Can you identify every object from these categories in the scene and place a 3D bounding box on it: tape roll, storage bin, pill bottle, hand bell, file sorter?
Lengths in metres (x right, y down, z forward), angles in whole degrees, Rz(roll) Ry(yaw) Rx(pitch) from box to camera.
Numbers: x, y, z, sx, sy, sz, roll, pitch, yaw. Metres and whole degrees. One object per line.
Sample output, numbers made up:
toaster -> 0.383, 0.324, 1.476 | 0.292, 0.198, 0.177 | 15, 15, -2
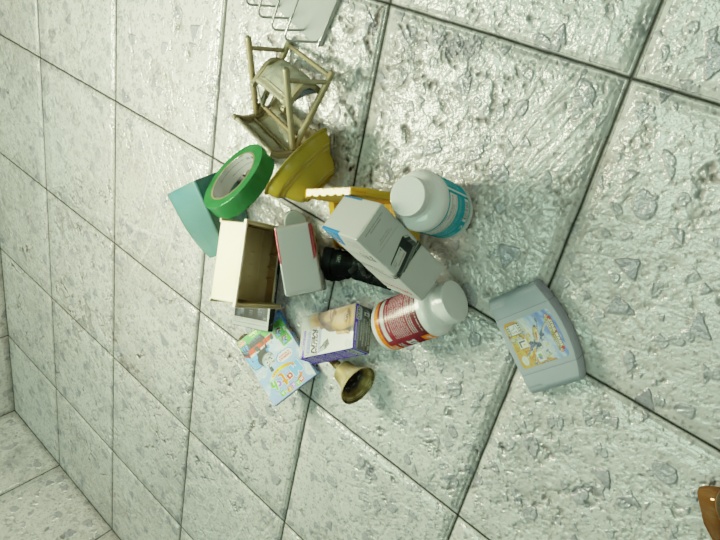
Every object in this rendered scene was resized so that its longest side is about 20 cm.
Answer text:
tape roll -> -0.300, -0.220, 1.476 | 0.198, 0.203, 0.048 | -9, 140, 42
storage bin -> -0.261, -0.013, 1.467 | 0.092, 0.197, 0.205 | 7, 89, 30
pill bottle -> 0.124, 0.093, 1.262 | 0.198, 0.112, 0.115 | -26, 88, 43
hand bell -> -0.064, 0.231, 1.504 | 0.199, 0.103, 0.106 | 39, 127, 40
pill bottle -> 0.129, -0.123, 1.115 | 0.109, 0.199, 0.113 | -2, 85, 30
file sorter -> -0.158, -0.595, 1.267 | 0.200, 0.124, 0.140 | 47, 129, 18

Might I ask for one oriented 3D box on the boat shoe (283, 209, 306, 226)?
boat shoe -> -0.144, -0.052, 1.482 | 0.064, 0.069, 0.204 | -157, 54, -75

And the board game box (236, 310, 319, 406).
board game box -> -0.223, 0.237, 1.613 | 0.150, 0.037, 0.202 | -37, 79, 9

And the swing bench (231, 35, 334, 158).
swing bench -> -0.178, -0.384, 1.330 | 0.199, 0.128, 0.203 | 46, 132, 36

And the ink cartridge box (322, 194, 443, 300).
ink cartridge box -> 0.043, -0.043, 1.139 | 0.200, 0.085, 0.144 | 42, 170, -31

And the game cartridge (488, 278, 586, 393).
game cartridge -> 0.341, 0.126, 1.141 | 0.132, 0.041, 0.203 | -30, 84, 46

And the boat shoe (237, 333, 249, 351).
boat shoe -> -0.258, 0.255, 1.686 | 0.202, 0.075, 0.075 | 41, 165, 12

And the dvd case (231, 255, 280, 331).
dvd case -> -0.281, 0.054, 1.613 | 0.148, 0.025, 0.205 | 6, 89, 39

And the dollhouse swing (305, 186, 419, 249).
dollhouse swing -> -0.004, -0.096, 1.268 | 0.197, 0.175, 0.186 | 4, 107, 38

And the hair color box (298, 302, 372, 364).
hair color box -> -0.063, 0.156, 1.446 | 0.198, 0.064, 0.112 | -17, 59, 41

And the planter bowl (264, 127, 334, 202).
planter bowl -> -0.116, -0.213, 1.327 | 0.083, 0.201, 0.200 | 45, 130, -2

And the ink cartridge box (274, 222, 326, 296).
ink cartridge box -> -0.131, -0.021, 1.339 | 0.082, 0.200, 0.149 | -11, 89, 0

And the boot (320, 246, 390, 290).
boot -> 0.000, -0.001, 1.343 | 0.159, 0.198, 0.075 | 14, 83, 6

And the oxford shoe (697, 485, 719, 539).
oxford shoe -> 0.622, 0.452, 1.001 | 0.071, 0.070, 0.204 | -13, 97, 70

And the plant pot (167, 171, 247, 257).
plant pot -> -0.393, -0.148, 1.612 | 0.140, 0.141, 0.203 | -12, 104, 42
